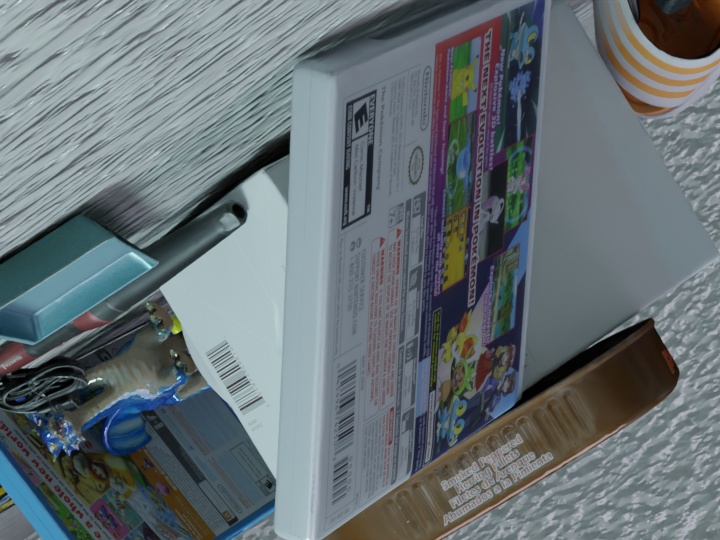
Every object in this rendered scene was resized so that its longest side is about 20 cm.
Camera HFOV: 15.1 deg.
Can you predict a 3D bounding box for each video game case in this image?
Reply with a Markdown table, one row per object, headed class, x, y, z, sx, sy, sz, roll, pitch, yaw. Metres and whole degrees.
| class | x | y | z | sx | sy | sz | roll | pitch | yaw |
| --- | --- | --- | --- | --- | --- | --- | --- | --- | --- |
| video game case | 0.023 | -0.010 | 1.125 | 0.023 | 0.201 | 0.182 | 14 | -156 | 28 |
| video game case | -0.137 | 0.116 | 1.644 | 0.018 | 0.143 | 0.200 | -42 | 172 | 33 |

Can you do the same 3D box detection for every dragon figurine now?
| class | x | y | z | sx | sy | sz | roll | pitch | yaw |
| --- | --- | --- | --- | --- | --- | --- | --- | --- | --- |
| dragon figurine | -0.133 | 0.070 | 1.619 | 0.099 | 0.059 | 0.200 | -34 | 167 | 15 |

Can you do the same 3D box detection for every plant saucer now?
| class | x | y | z | sx | sy | sz | roll | pitch | yaw |
| --- | --- | --- | --- | --- | --- | --- | --- | --- | --- |
| plant saucer | -0.126 | 0.004 | 1.138 | 0.070 | 0.019 | 0.200 | -33 | 178 | -1 |

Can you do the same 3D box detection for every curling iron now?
| class | x | y | z | sx | sy | sz | roll | pitch | yaw |
| --- | --- | --- | --- | --- | --- | --- | --- | --- | --- |
| curling iron | -0.116 | 0.016 | 1.302 | 0.049 | 0.026 | 0.200 | 16 | 140 | -34 |

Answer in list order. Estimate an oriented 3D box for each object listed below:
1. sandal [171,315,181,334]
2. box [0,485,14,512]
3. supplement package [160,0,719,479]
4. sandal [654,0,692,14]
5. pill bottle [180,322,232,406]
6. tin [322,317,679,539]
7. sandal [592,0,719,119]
| class | x | y | z | sx | sy | sz | roll | pitch | yaw |
| --- | --- | --- | --- | --- | --- | --- | --- | --- | --- |
| sandal | -0.059 | 0.034 | 1.713 | 0.079 | 0.087 | 0.200 | -30 | 175 | -16 |
| box | -0.223 | 0.121 | 1.769 | 0.200 | 0.049 | 0.160 | -30 | 174 | -46 |
| supplement package | 0.034 | -0.006 | 1.331 | 0.200 | 0.152 | 0.151 | -31 | 180 | -32 |
| sandal | 0.187 | -0.189 | 1.128 | 0.200 | 0.048 | 0.075 | -46 | 174 | 8 |
| pill bottle | 0.000 | 0.000 | 1.502 | 0.112 | 0.112 | 0.200 | -35 | 177 | 42 |
| tin | 0.060 | 0.088 | 1.275 | 0.199 | 0.042 | 0.112 | -31 | 175 | 3 |
| sandal | 0.153 | -0.138 | 1.298 | 0.059 | 0.079 | 0.207 | -29 | 167 | -33 |
